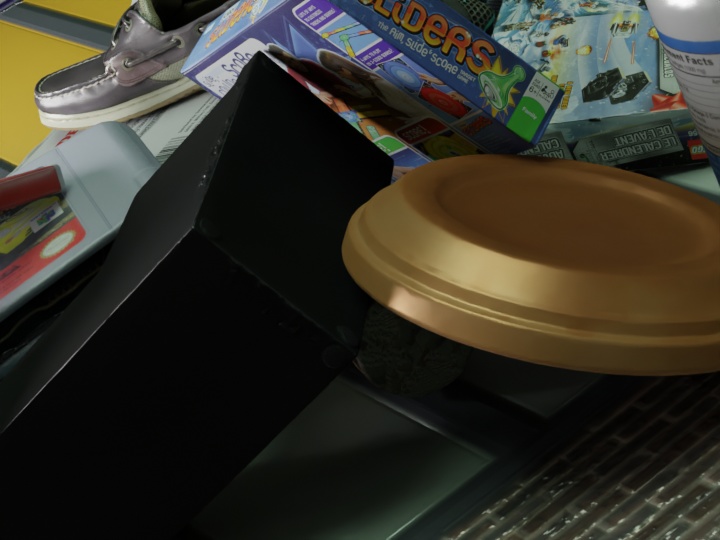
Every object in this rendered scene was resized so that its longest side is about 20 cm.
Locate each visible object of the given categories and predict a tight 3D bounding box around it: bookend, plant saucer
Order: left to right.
[{"bbox_3d":[-0.088,0.027,0.961,0.200,0.092,0.199,-45,15,23],"label":"bookend"},{"bbox_3d":[0.092,-0.010,0.891,0.200,0.038,0.200,8,20,-3],"label":"plant saucer"}]

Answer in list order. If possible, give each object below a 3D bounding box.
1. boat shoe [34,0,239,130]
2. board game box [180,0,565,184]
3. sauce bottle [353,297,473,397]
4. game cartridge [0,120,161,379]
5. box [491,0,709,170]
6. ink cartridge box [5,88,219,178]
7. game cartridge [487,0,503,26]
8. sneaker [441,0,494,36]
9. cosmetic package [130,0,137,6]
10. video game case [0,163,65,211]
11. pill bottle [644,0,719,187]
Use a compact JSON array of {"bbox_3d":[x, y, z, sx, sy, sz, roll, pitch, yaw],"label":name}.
[{"bbox_3d":[-0.113,-0.139,1.212,0.200,0.065,0.072,-14,28,25],"label":"boat shoe"},{"bbox_3d":[-0.001,-0.095,1.020,0.035,0.135,0.200,-61,16,-16],"label":"board game box"},{"bbox_3d":[0.000,0.000,1.042,0.065,0.065,0.200,-29,26,-6],"label":"sauce bottle"},{"bbox_3d":[-0.190,0.000,1.097,0.200,0.041,0.133,-37,29,-4],"label":"game cartridge"},{"bbox_3d":[0.142,-0.127,1.132,0.137,0.040,0.200,-5,38,22],"label":"box"},{"bbox_3d":[-0.109,-0.049,1.214,0.200,0.083,0.147,-6,33,35],"label":"ink cartridge box"},{"bbox_3d":[0.090,-0.161,1.297,0.133,0.041,0.200,-41,29,-21],"label":"game cartridge"},{"bbox_3d":[0.034,-0.151,1.224,0.091,0.078,0.200,17,11,-4],"label":"sneaker"},{"bbox_3d":[-0.056,-0.194,1.438,0.200,0.085,0.108,-24,23,7],"label":"cosmetic package"},{"bbox_3d":[-0.263,-0.015,1.039,0.143,0.017,0.200,-14,6,29],"label":"video game case"},{"bbox_3d":[0.192,-0.108,0.907,0.112,0.200,0.112,-21,26,11],"label":"pill bottle"}]
